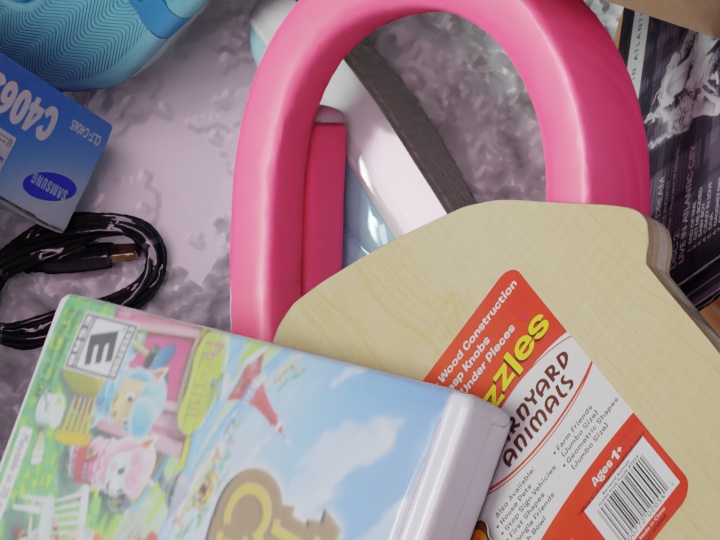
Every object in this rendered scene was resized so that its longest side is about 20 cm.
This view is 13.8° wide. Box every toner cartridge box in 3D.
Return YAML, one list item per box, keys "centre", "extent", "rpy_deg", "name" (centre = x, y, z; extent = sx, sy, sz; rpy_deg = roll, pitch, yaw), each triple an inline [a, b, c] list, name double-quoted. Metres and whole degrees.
- centre: [-0.190, -0.076, 0.995]
  extent: [0.200, 0.095, 0.043]
  rpy_deg: [23, 87, 24]
  name: "toner cartridge box"

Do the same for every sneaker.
- centre: [-0.045, -0.131, 0.997]
  extent: [0.200, 0.131, 0.080]
  rpy_deg: [-20, 104, 43]
  name: "sneaker"
- centre: [0.000, 0.000, 0.960]
  extent: [0.082, 0.074, 0.200]
  rpy_deg: [-33, 69, 11]
  name: "sneaker"

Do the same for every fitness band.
- centre: [0.023, 0.005, 0.880]
  extent: [0.144, 0.037, 0.200]
  rpy_deg: [3, 94, 42]
  name: "fitness band"

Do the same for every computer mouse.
- centre: [-0.164, 0.002, 1.025]
  extent: [0.200, 0.034, 0.059]
  rpy_deg: [1, 80, 7]
  name: "computer mouse"

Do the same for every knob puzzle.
- centre: [0.027, 0.067, 0.812]
  extent: [0.220, 0.030, 0.220]
  rpy_deg: [-28, 50, 39]
  name: "knob puzzle"

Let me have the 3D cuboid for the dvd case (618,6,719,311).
- centre: [0.123, -0.072, 0.834]
  extent: [0.016, 0.200, 0.149]
  rpy_deg: [20, 61, -19]
  name: "dvd case"

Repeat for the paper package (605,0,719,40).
- centre: [0.027, -0.177, 0.848]
  extent: [0.103, 0.200, 0.191]
  rpy_deg: [-60, 28, 29]
  name: "paper package"

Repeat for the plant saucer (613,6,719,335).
- centre: [0.179, -0.052, 0.942]
  extent: [0.200, 0.037, 0.200]
  rpy_deg: [-3, 79, 13]
  name: "plant saucer"

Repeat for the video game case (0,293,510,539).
- centre: [-0.059, 0.114, 0.832]
  extent: [0.182, 0.022, 0.200]
  rpy_deg: [12, 79, 47]
  name: "video game case"
